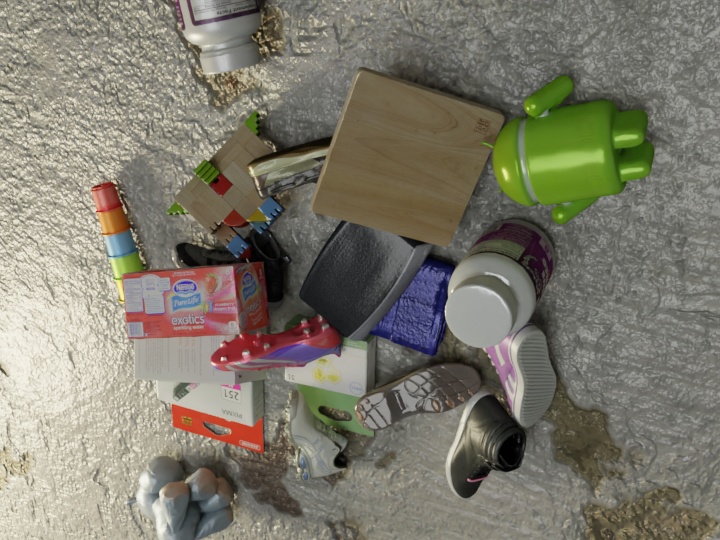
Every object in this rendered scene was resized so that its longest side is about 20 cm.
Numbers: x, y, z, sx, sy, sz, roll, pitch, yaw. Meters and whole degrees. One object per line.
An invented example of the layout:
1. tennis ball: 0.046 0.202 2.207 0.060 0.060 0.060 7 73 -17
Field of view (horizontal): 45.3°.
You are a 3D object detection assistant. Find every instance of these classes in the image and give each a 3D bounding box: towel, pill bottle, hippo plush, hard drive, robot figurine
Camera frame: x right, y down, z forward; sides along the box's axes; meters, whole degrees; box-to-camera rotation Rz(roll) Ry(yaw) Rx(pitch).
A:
1. towel: 0.040 0.029 1.285 0.199 0.050 0.148 18 112 17
2. pill bottle: -0.196 -0.373 1.166 0.112 0.112 0.201 -2 112 25
3. hippo plush: -0.338 0.434 1.612 0.161 0.159 0.201 28 110 47
4. hard drive: 0.000 0.000 1.240 0.135 0.042 0.200 40 118 7
5. pill bottle: 0.178 0.017 1.110 0.112 0.200 0.113 10 117 20
6. robot figurine: 0.253 -0.142 1.061 0.199 0.116 0.176 -7 122 28

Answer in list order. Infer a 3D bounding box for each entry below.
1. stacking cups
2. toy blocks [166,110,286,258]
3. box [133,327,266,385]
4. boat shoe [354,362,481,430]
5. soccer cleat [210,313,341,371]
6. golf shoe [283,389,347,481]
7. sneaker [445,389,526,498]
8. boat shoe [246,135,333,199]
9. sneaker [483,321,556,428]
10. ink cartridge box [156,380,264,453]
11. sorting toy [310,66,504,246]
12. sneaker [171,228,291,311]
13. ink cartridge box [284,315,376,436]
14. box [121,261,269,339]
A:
1. stacking cups: -0.407 -0.048 1.450 0.060 0.060 0.201 -7 107 27
2. toy blocks: -0.170 -0.112 1.269 0.137 0.100 0.200 43 92 1
3. box: -0.261 0.117 1.408 0.199 0.097 0.125 0 89 25
4. boat shoe: 0.086 0.182 1.317 0.199 0.073 0.075 -17 98 9
5. soccer cleat: -0.125 0.125 1.304 0.199 0.067 0.077 -17 121 -2
6. golf shoe: -0.072 0.266 1.423 0.097 0.079 0.201 -5 133 6
7. sneaker: 0.188 0.287 1.293 0.099 0.070 0.201 46 135 48
8. boat shoe: -0.057 -0.148 1.212 0.199 0.073 0.065 -11 110 10
9. sneaker: 0.218 0.131 1.244 0.114 0.072 0.201 36 147 45
10. ink cartridge box: -0.266 0.238 1.523 0.199 0.044 0.174 12 116 20
11. sorting toy: 0.056 -0.154 1.139 0.199 0.070 0.199 14 118 -15
12. sneaker: -0.198 -0.024 1.355 0.199 0.075 0.114 26 116 11
13. ink cartridge box: -0.049 0.180 1.393 0.145 0.048 0.201 10 114 20
14. box: -0.247 0.044 1.293 0.199 0.095 0.103 -5 93 23
